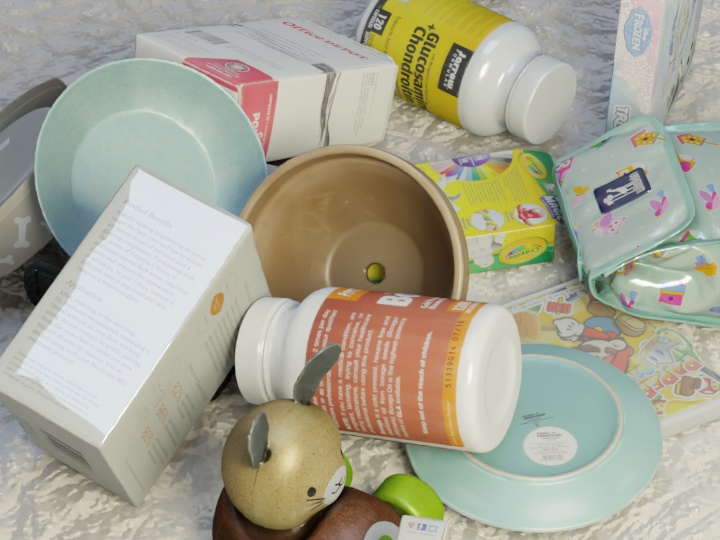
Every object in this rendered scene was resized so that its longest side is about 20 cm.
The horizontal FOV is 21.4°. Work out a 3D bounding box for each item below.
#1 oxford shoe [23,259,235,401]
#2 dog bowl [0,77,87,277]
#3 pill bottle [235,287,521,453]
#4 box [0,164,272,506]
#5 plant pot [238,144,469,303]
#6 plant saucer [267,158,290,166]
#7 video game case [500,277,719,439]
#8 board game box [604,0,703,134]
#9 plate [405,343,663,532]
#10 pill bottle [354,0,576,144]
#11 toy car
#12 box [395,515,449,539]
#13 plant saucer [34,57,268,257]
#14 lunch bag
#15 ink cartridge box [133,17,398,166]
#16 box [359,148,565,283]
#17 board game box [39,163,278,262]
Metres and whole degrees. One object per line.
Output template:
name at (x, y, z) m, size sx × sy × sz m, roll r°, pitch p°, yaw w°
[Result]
oxford shoe at (-0.184, 0.037, 1.578) m, size 0.200 × 0.073 × 0.084 m, roll 25°, pitch 44°, yaw 11°
dog bowl at (-0.297, -0.073, 1.640) m, size 0.200 × 0.059 × 0.200 m, roll -34°, pitch 29°, yaw 22°
pill bottle at (0.012, 0.071, 1.444) m, size 0.200 × 0.112 × 0.112 m, roll 6°, pitch 41°, yaw 23°
box at (-0.168, 0.051, 1.437) m, size 0.106 × 0.152 × 0.200 m, roll 28°, pitch 71°, yaw 16°
plant pot at (0.000, 0.000, 1.560) m, size 0.201 × 0.201 × 0.093 m, roll 16°, pitch 4°, yaw 19°
plant saucer at (-0.126, -0.092, 1.752) m, size 0.200 × 0.030 × 0.200 m, roll -1°, pitch 40°, yaw 1°
video game case at (0.172, 0.082, 1.548) m, size 0.200 × 0.023 × 0.182 m, roll -18°, pitch 44°, yaw -19°
board game box at (0.275, -0.219, 1.755) m, size 0.043 × 0.200 × 0.199 m, roll 15°, pitch 43°, yaw 15°
plate at (0.134, 0.119, 1.473) m, size 0.200 × 0.026 × 0.200 m, roll -1°, pitch 41°, yaw 1°
pill bottle at (0.100, -0.194, 1.798) m, size 0.200 × 0.112 × 0.112 m, roll 29°, pitch 49°, yaw 31°
toy car at (-0.037, 0.149, 1.342) m, size 0.158 × 0.200 × 0.164 m, roll 21°, pitch 46°, yaw 23°
box at (0.025, 0.280, 1.233) m, size 0.036 × 0.144 × 0.200 m, roll 7°, pitch 42°, yaw 11°
plant saucer at (-0.175, -0.074, 1.574) m, size 0.201 × 0.039 × 0.201 m, roll 5°, pitch 77°, yaw -23°
lunch bag at (0.267, -0.041, 1.601) m, size 0.200 × 0.122 × 0.170 m, roll 1°, pitch 40°, yaw -10°
ink cartridge box at (-0.087, -0.164, 1.721) m, size 0.146 × 0.085 × 0.200 m, roll 28°, pitch 30°, yaw 37°
box at (0.086, -0.049, 1.683) m, size 0.200 × 0.048 × 0.117 m, roll -10°, pitch 41°, yaw -6°
board game box at (-0.181, -0.053, 1.668) m, size 0.200 × 0.034 × 0.135 m, roll 15°, pitch 58°, yaw 20°
